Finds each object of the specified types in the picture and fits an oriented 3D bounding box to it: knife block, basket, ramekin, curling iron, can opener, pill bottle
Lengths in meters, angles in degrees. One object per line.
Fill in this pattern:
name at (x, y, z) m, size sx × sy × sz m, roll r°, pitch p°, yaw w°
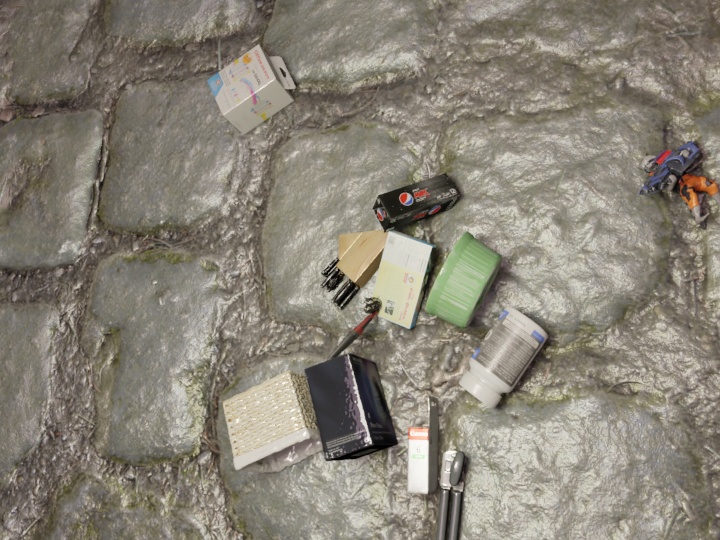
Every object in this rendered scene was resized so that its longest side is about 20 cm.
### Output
knife block at (0.000, 0.000, 1.644) m, size 0.195 × 0.064 × 0.180 m, roll -6°, pitch 76°, yaw 17°
basket at (-0.184, 0.352, 1.553) m, size 0.197 × 0.198 × 0.164 m, roll -27°, pitch 66°, yaw 11°
ramekin at (0.232, 0.027, 1.492) m, size 0.096 × 0.200 × 0.203 m, roll 28°, pitch 87°, yaw 15°
curling iron at (-0.017, 0.135, 1.546) m, size 0.201 × 0.050 × 0.025 m, roll -50°, pitch 21°, yaw -27°
can opener at (0.193, 0.492, 1.464) m, size 0.051 × 0.066 × 0.205 m, roll 5°, pitch 83°, yaw 18°
pill bottle at (0.307, 0.191, 1.468) m, size 0.113 × 0.114 × 0.202 m, roll 35°, pitch 89°, yaw 22°

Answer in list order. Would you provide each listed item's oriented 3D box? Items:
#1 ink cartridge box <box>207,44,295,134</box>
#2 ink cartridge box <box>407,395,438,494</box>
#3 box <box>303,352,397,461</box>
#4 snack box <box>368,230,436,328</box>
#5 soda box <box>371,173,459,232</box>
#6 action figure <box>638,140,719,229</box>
ink cartridge box at (-0.285, -0.493, 1.824) m, size 0.198 × 0.125 × 0.130 m, roll -32°, pitch 69°, yaw 9°
ink cartridge box at (0.137, 0.380, 1.482) m, size 0.049 × 0.109 × 0.205 m, roll -3°, pitch 76°, yaw 17°
box at (-0.018, 0.305, 1.503) m, size 0.121 × 0.200 × 0.203 m, roll -21°, pitch 72°, yaw 12°
snack box at (0.097, 0.021, 1.586) m, size 0.114 × 0.037 × 0.205 m, roll 20°, pitch 104°, yaw 22°
soda box at (0.129, -0.160, 1.587) m, size 0.196 × 0.064 × 0.072 m, roll -20°, pitch 69°, yaw -24°
action figure at (0.668, -0.174, 1.443) m, size 0.198 × 0.105 × 0.194 m, roll -31°, pitch 62°, yaw -18°
